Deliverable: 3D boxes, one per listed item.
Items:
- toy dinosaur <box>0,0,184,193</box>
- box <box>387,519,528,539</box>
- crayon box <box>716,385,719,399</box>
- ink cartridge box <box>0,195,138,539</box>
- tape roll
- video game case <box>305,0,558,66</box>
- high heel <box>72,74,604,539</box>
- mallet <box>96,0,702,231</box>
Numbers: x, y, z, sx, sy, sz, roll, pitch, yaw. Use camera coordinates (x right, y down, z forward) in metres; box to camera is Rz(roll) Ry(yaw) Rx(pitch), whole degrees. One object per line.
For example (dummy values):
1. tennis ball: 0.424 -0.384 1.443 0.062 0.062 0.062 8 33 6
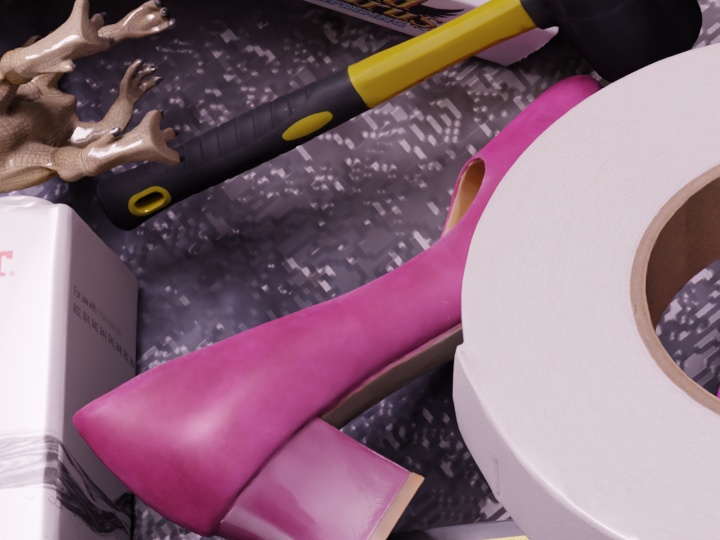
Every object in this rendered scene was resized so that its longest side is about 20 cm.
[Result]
1. toy dinosaur: -0.112 -0.040 0.920 0.101 0.200 0.058 -22 95 23
2. box: 0.041 0.152 0.862 0.200 0.049 0.161 -8 64 9
3. crayon box: 0.184 0.056 0.823 0.172 0.058 0.200 7 49 13
4. ink cartridge box: -0.150 0.087 0.930 0.145 0.084 0.200 -3 71 13
5. tape roll: 0.126 0.016 0.802 0.202 0.037 0.203 -3 48 3
6. video game case: -0.008 -0.187 0.955 0.181 0.045 0.200 16 74 -19
7. high heel: 0.000 0.000 0.902 0.096 0.067 0.200 31 66 2
8. mallet: 0.012 -0.053 0.930 0.200 0.066 0.041 -31 35 24
